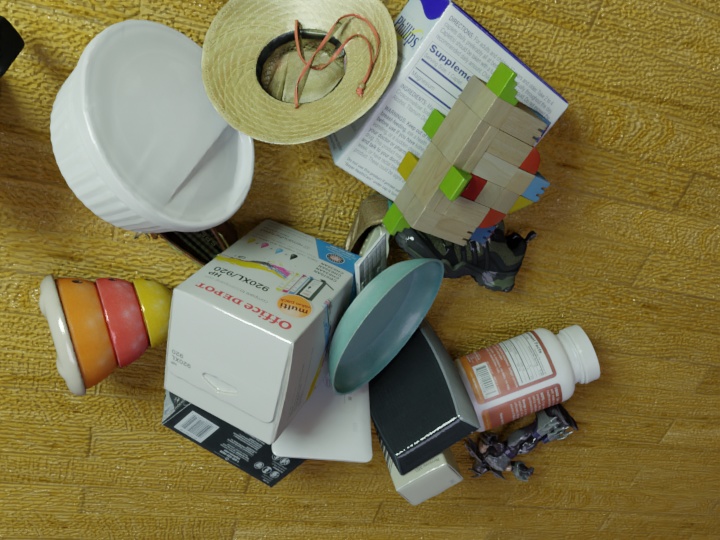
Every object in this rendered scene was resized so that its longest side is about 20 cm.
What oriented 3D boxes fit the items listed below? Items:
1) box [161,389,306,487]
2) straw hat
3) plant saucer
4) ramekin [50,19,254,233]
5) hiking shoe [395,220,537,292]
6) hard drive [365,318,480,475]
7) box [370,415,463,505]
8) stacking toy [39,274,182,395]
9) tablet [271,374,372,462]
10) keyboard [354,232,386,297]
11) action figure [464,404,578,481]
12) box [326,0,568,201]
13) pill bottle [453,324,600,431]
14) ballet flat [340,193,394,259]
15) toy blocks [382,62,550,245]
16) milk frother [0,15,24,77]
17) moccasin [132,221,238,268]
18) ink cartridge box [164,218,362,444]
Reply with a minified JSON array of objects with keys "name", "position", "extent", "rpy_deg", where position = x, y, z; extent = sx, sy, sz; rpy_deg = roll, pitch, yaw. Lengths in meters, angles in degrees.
[{"name":"box","position":[-0.153,0.181,0.907],"extent":[0.132,0.115,0.200],"rpy_deg":[-40,121,15]},{"name":"straw hat","position":[-0.058,-0.204,0.692],"extent":[0.199,0.203,0.085],"rpy_deg":[-20,167,1]},{"name":"plant saucer","position":[0.024,0.060,0.788],"extent":[0.200,0.036,0.201],"rpy_deg":[-42,157,-23]},{"name":"ramekin","position":[-0.207,-0.129,0.652],"extent":[0.093,0.204,0.203],"rpy_deg":[-15,131,36]},{"name":"hiking shoe","position":[0.137,-0.042,0.862],"extent":[0.198,0.076,0.102],"rpy_deg":[14,110,-30]},{"name":"hard drive","position":[0.063,0.153,0.881],"extent":[0.134,0.201,0.042],"rpy_deg":[-33,136,9]},{"name":"box","position":[0.064,0.211,0.917],"extent":[0.082,0.201,0.069],"rpy_deg":[-31,136,8]},{"name":"stacking toy","position":[-0.278,0.056,0.813],"extent":[0.198,0.146,0.148],"rpy_deg":[-16,127,-25]},{"name":"tablet","position":[-0.050,0.148,0.861],"extent":[0.128,0.202,0.014],"rpy_deg":[9,142,-15]},{"name":"keyboard","position":[0.016,0.033,0.825],"extent":[0.056,0.011,0.201],"rpy_deg":[-44,154,-25]},{"name":"action figure","position":[0.261,0.292,1.099],"extent":[0.199,0.070,0.130],"rpy_deg":[-39,127,16]},{"name":"box","position":[0.089,-0.172,0.738],"extent":[0.183,0.105,0.201],"rpy_deg":[28,113,-27]},{"name":"pill bottle","position":[0.244,0.155,0.979],"extent":[0.198,0.113,0.113],"rpy_deg":[-20,125,1]},{"name":"ballet flat","position":[0.000,0.000,0.848],"extent":[0.067,0.073,0.201],"rpy_deg":[13,119,-26]},{"name":"toy blocks","position":[0.133,-0.101,0.686],"extent":[0.135,0.100,0.201],"rpy_deg":[15,119,-34]},{"name":"milk frother","position":[-0.420,-0.189,0.563],"extent":[0.199,0.189,0.180],"rpy_deg":[37,108,-30]},{"name":"moccasin","position":[-0.223,-0.066,0.752],"extent":[0.073,0.078,0.202],"rpy_deg":[-34,123,10]},{"name":"ink cartridge box","position":[-0.105,0.061,0.760],"extent":[0.146,0.200,0.146],"rpy_deg":[22,122,13]}]
